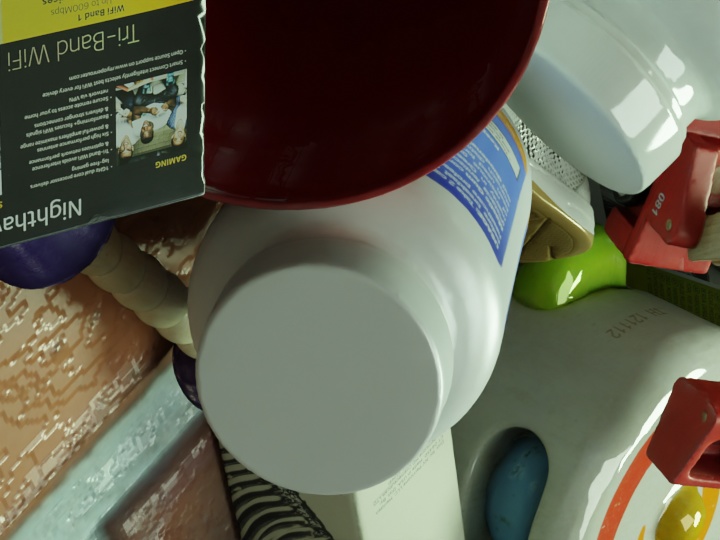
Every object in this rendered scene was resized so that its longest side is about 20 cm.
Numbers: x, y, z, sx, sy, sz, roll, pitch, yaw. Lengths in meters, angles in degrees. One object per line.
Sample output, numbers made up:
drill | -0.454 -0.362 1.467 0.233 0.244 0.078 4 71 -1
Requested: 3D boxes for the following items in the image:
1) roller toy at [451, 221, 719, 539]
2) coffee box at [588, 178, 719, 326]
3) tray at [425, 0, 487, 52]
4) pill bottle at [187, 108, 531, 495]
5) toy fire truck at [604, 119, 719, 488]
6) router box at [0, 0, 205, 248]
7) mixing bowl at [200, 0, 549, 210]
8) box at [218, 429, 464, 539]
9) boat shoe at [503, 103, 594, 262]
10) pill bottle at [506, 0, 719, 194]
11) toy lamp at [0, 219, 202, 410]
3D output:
roller toy | 0.106 0.097 1.114 0.183 0.140 0.200 -52 144 -18
coffee box | 0.241 -0.044 1.179 0.200 0.197 0.200 -46 144 -31
tray | 0.054 -0.121 0.857 0.107 0.022 0.200 -53 -171 20
pill bottle | 0.000 0.000 0.828 0.200 0.112 0.112 -66 167 -67
toy fire truck | 0.164 -0.021 0.997 0.049 0.141 0.200 8 118 -25
router box | -0.140 -0.077 0.646 0.200 0.052 0.158 -16 125 -29
mixing bowl | -0.021 -0.132 0.746 0.108 0.200 0.201 -57 155 -55
box | -0.003 0.123 1.030 0.068 0.082 0.200 -45 142 -33
boat shoe | 0.039 -0.072 0.986 0.200 0.071 0.070 40 50 -51
pill bottle | 0.144 -0.133 0.917 0.200 0.116 0.116 -47 146 -10
toy lamp | -0.087 0.000 0.837 0.058 0.058 0.200 -61 148 -9
